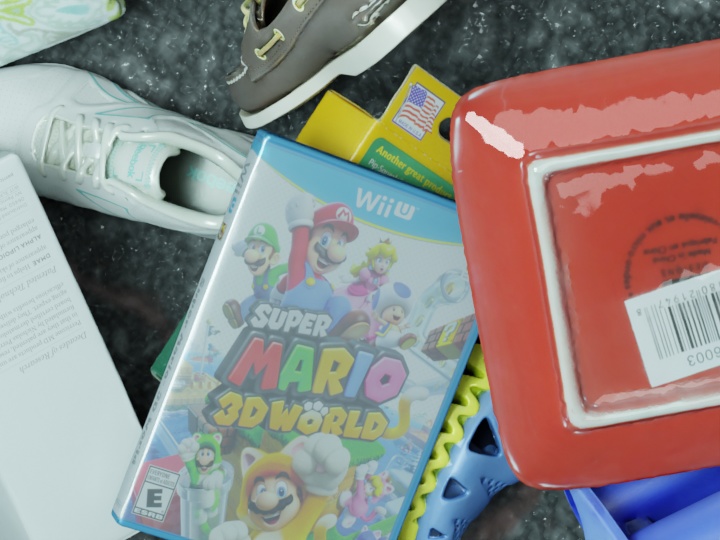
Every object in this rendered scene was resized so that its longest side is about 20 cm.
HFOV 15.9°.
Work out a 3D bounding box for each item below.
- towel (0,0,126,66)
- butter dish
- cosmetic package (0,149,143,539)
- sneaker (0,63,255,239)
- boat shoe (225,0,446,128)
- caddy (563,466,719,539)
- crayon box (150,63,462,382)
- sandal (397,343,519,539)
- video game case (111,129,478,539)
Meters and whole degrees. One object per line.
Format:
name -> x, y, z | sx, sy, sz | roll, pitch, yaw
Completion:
towel -> -0.235, -0.179, 1.287 | 0.170, 0.048, 0.201 | -16, 124, 18
butter dish -> 0.149, -0.015, 1.244 | 0.198, 0.148, 0.201 | -10, 102, 2
cosmetic package -> -0.178, 0.043, 1.283 | 0.081, 0.113, 0.201 | -30, 109, -19
sneaker -> -0.124, -0.062, 1.327 | 0.199, 0.080, 0.071 | 14, 93, 3
boat shoe -> -0.023, -0.122, 1.267 | 0.072, 0.200, 0.060 | -44, 99, -23
caddy -> 0.167, 0.168, 1.273 | 0.105, 0.142, 0.201 | -32, 124, -2
crayon box -> 0.000, 0.000, 1.304 | 0.125, 0.052, 0.201 | 32, 93, -40
sandal -> 0.084, 0.072, 1.324 | 0.087, 0.079, 0.201 | 29, 93, -3
video game case -> -0.021, 0.048, 1.254 | 0.142, 0.018, 0.201 | 19, 96, -21
